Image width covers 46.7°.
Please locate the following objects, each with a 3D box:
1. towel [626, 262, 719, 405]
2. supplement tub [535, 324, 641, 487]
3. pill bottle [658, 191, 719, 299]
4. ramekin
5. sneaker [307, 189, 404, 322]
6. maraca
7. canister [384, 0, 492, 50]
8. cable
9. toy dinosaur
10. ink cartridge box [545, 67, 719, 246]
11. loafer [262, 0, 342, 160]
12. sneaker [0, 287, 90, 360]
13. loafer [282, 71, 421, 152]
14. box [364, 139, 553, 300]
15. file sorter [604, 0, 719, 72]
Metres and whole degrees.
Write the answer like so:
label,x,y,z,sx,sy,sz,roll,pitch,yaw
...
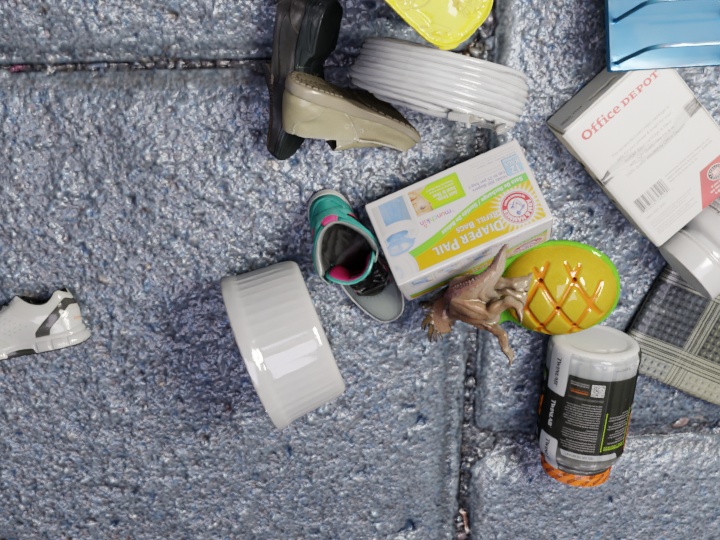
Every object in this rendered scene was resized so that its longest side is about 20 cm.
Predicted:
label,x,y,z,sx,sy,sz,roll,pitch,yaw
towel,0.477,0.082,1.160,0.199,0.035,0.193,22,105,-9
supplement tub,0.305,0.183,1.133,0.122,0.123,0.201,2,110,-5
pill bottle,0.483,-0.065,1.048,0.200,0.113,0.113,-44,108,8
ramekin,-0.093,0.086,1.033,0.097,0.201,0.201,-21,111,-4
sneaker,0.000,0.000,1.042,0.083,0.121,0.200,-30,111,9
maraca,0.232,0.024,1.079,0.199,0.107,0.138,-2,115,13
canister,0.054,-0.317,0.883,0.148,0.200,0.087,40,103,-17
cable,0.087,-0.210,0.929,0.199,0.200,0.070,19,104,12
toy dinosaur,0.131,0.038,1.008,0.135,0.086,0.200,13,152,11
ink cartridge box,0.351,-0.155,1.028,0.147,0.083,0.200,-42,107,11
loafer,-0.082,-0.231,0.986,0.072,0.073,0.201,25,112,17
sneaker,-0.454,0.074,1.076,0.199,0.074,0.080,-13,97,-4
loafer,-0.015,-0.173,0.976,0.199,0.076,0.068,13,120,-38
box,0.122,-0.058,1.017,0.199,0.101,0.113,-24,75,5
file sorter,0.344,-0.323,0.882,0.138,0.123,0.201,-4,96,-2
